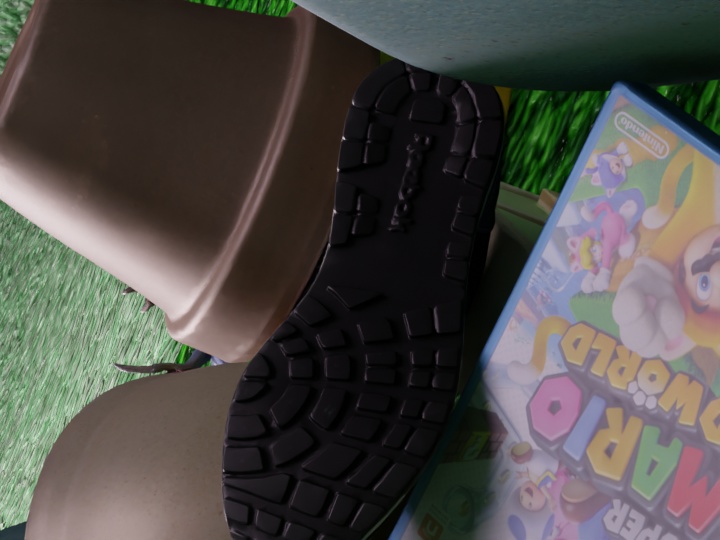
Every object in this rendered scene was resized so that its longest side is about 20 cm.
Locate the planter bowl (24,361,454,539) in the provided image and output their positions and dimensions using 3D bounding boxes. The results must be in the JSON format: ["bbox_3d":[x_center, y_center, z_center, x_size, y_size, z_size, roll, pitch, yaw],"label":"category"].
[{"bbox_3d":[-0.015,0.122,0.911,0.135,0.200,0.200,-21,47,35],"label":"planter bowl"}]

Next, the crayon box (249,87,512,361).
[{"bbox_3d":[0.000,0.000,1.190,0.200,0.058,0.173,142,144,-63],"label":"crayon box"}]

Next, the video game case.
[{"bbox_3d":[0.093,0.058,0.758,0.143,0.018,0.200,41,116,37],"label":"video game case"}]

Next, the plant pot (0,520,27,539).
[{"bbox_3d":[-0.125,0.201,1.197,0.135,0.200,0.200,-40,-4,-34],"label":"plant pot"}]

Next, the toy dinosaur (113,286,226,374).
[{"bbox_3d":[-0.077,0.047,1.359,0.200,0.105,0.181,-56,38,6],"label":"toy dinosaur"}]

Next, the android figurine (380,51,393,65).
[{"bbox_3d":[0.004,-0.120,1.352,0.200,0.041,0.182,-64,18,18],"label":"android figurine"}]

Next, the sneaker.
[{"bbox_3d":[0.012,0.027,0.844,0.088,0.076,0.200,73,-144,-66],"label":"sneaker"}]

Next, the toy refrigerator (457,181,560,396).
[{"bbox_3d":[0.069,0.010,0.918,0.200,0.076,0.070,-129,59,-72],"label":"toy refrigerator"}]

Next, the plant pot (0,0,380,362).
[{"bbox_3d":[-0.107,-0.072,1.217,0.200,0.174,0.201,-158,90,-77],"label":"plant pot"}]

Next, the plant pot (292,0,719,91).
[{"bbox_3d":[0.091,-0.160,0.772,0.196,0.200,0.196,-3,65,37],"label":"plant pot"}]
